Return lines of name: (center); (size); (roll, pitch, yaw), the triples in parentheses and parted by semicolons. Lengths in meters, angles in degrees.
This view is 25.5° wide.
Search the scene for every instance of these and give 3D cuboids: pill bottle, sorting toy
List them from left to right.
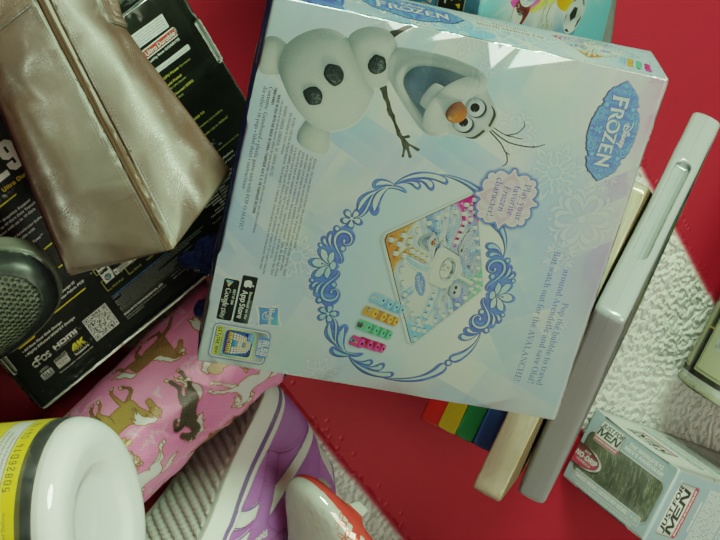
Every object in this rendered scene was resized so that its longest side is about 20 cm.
pill bottle: (-0.221, 0.139, 0.827); (0.198, 0.112, 0.113); (-6, 122, 16)
sorting toy: (0.112, 0.028, 1.012); (0.202, 0.069, 0.199); (-66, 170, 6)

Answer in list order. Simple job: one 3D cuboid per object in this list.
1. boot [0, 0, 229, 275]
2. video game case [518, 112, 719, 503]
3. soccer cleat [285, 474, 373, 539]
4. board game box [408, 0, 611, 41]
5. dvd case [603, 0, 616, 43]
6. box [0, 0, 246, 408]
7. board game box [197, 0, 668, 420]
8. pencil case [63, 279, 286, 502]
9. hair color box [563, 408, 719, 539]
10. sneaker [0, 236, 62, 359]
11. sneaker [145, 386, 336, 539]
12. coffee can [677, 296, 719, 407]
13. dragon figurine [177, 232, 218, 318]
boot: (-0.108, -0.116, 0.801); (0.185, 0.064, 0.201); (-32, 85, -2)
video game case: (0.162, 0.026, 1.007); (0.183, 0.022, 0.201); (-57, 167, -38)
soccer cleat: (-0.016, 0.210, 0.960); (0.085, 0.068, 0.201); (-36, 130, -25)
board game box: (0.086, -0.155, 0.853); (0.151, 0.047, 0.202); (-33, 142, -43)
dvd case: (0.075, -0.132, 1.004); (0.198, 0.022, 0.148); (-9, 115, -28)
box: (-0.149, -0.045, 0.883); (0.200, 0.049, 0.160); (-40, 123, -11)
board game box: (0.031, -0.032, 0.810); (0.197, 0.043, 0.202); (11, 116, -9)
pencil case: (-0.135, 0.099, 0.932); (0.200, 0.083, 0.087); (-45, 130, -9)
hair color box: (0.259, 0.174, 1.204); (0.199, 0.099, 0.061); (22, 99, -37)
sneaker: (-0.240, 0.054, 0.793); (0.197, 0.115, 0.077); (-19, 123, -2)
sneaker: (-0.073, 0.171, 0.961); (0.115, 0.072, 0.201); (53, 52, -29)
coffee can: (0.341, 0.023, 1.162); (0.145, 0.146, 0.202); (21, 99, -37)
dragon figurine: (0.000, 0.000, 0.892); (0.198, 0.060, 0.099); (-10, 163, 9)
